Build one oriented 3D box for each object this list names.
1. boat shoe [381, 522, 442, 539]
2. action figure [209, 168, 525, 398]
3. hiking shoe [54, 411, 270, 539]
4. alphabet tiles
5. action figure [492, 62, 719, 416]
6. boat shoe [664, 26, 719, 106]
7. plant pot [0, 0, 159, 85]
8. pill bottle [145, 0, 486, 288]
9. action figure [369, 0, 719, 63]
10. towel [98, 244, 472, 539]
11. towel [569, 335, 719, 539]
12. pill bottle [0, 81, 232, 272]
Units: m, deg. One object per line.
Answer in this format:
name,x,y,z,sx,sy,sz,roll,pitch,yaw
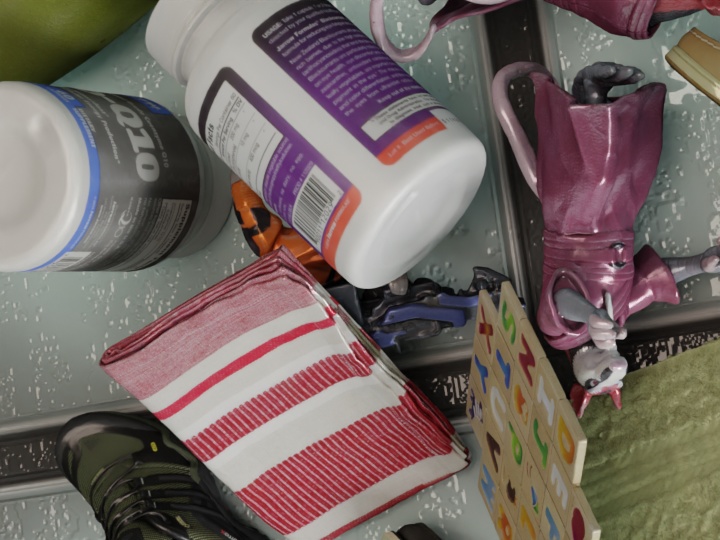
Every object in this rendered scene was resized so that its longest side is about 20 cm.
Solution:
boat shoe,0.088,0.222,1.305,0.063,0.074,0.201,-34,57,-18
action figure,0.000,0.000,1.350,0.198,0.105,0.195,-5,95,1
hiking shoe,-0.132,0.159,1.390,0.200,0.100,0.076,38,105,22
alphabet tiles,0.096,0.112,1.242,0.201,0.006,0.167,-113,21,-47
action figure,0.124,-0.017,1.236,0.148,0.133,0.202,10,99,39
boat shoe,0.268,-0.092,1.214,0.199,0.074,0.067,30,99,13
plant pot,-0.207,-0.208,1.406,0.188,0.187,0.200,52,125,17
pill bottle,-0.031,-0.094,1.261,0.200,0.111,0.112,44,108,19
action figure,0.117,-0.176,1.224,0.199,0.134,0.149,26,64,25
towel,-0.043,0.086,1.318,0.143,0.023,0.200,-30,121,23
towel,0.182,0.122,1.252,0.199,0.036,0.149,-26,59,21
pill bottle,-0.168,-0.056,1.356,0.113,0.200,0.115,0,91,26
